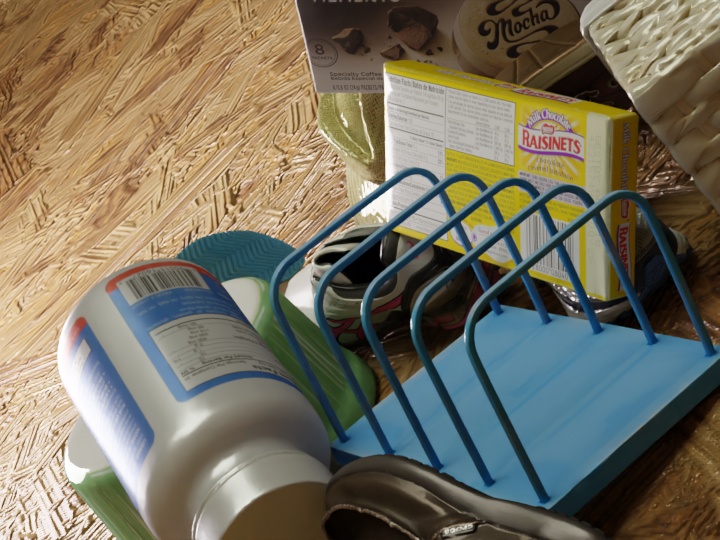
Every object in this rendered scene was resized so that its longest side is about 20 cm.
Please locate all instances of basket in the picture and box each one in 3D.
[{"bbox_3d":[0.239,-0.131,1.221,0.199,0.136,0.124,-38,23,14],"label":"basket"}]

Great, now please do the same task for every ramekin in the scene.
[{"bbox_3d":[-0.095,0.098,1.434,0.199,0.098,0.200,-37,21,16],"label":"ramekin"}]

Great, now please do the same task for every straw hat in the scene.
[{"bbox_3d":[0.018,-0.101,1.495,0.200,0.085,0.203,-17,67,47],"label":"straw hat"}]

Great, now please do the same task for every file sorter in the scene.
[{"bbox_3d":[0.065,0.030,1.174,0.138,0.123,0.199,-38,25,-24],"label":"file sorter"}]

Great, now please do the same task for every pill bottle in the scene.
[{"bbox_3d":[-0.084,0.090,1.240,0.112,0.112,0.200,-41,44,3],"label":"pill bottle"}]

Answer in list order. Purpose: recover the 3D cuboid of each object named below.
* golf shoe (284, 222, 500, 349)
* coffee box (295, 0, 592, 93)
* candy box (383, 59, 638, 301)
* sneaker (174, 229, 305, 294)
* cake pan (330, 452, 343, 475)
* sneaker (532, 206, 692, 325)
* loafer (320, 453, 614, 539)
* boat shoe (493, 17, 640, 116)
[{"bbox_3d":[0.000,0.000,1.447,0.199,0.092,0.073,-15,58,55],"label":"golf shoe"},{"bbox_3d":[0.063,-0.177,1.410,0.198,0.114,0.080,2,44,15],"label":"coffee box"},{"bbox_3d":[0.081,-0.054,1.275,0.026,0.103,0.199,-10,19,-35],"label":"candy box"},{"bbox_3d":[-0.114,0.041,1.606,0.076,0.081,0.200,29,46,25],"label":"sneaker"},{"bbox_3d":[-0.010,0.157,1.249,0.200,0.037,0.201,-37,21,16],"label":"cake pan"},{"bbox_3d":[0.117,-0.026,1.307,0.077,0.085,0.200,-45,21,-7],"label":"sneaker"},{"bbox_3d":[0.044,0.143,1.088,0.199,0.073,0.071,9,59,50],"label":"loafer"},{"bbox_3d":[0.155,-0.119,1.325,0.199,0.072,0.072,-33,13,4],"label":"boat shoe"}]
